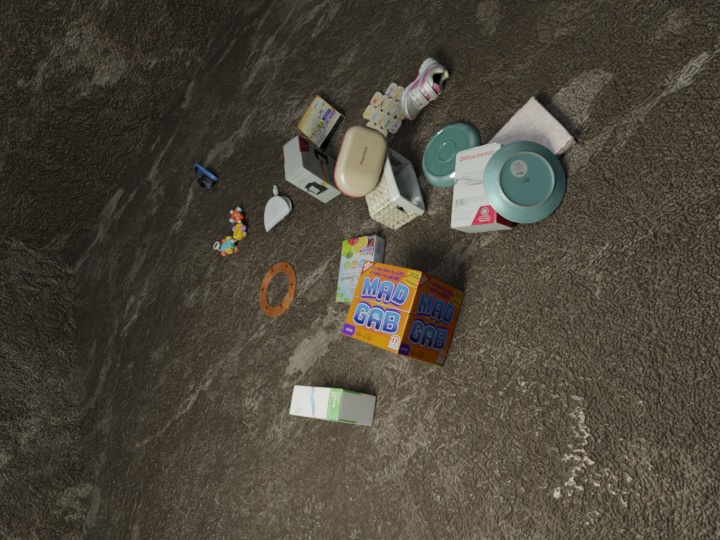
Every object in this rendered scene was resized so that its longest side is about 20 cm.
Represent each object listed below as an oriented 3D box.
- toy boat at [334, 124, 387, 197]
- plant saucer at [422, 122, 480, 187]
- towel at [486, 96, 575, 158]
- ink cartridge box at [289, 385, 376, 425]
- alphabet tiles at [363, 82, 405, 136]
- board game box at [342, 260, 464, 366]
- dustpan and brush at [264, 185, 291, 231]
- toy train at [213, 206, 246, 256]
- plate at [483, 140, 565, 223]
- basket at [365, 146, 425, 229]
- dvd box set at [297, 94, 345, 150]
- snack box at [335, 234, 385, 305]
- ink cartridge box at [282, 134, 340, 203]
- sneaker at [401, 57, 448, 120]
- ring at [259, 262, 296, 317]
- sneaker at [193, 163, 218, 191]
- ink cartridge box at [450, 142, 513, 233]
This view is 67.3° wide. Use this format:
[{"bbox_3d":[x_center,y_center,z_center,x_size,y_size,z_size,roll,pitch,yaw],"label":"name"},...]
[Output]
[{"bbox_3d":[-0.005,-0.311,1.569,0.131,0.129,0.203,178,109,-81],"label":"toy boat"},{"bbox_3d":[0.254,-0.339,1.562,0.199,0.027,0.203,-19,61,38],"label":"plant saucer"},{"bbox_3d":[0.421,-0.317,1.388,0.200,0.032,0.192,-45,49,23],"label":"towel"},{"bbox_3d":[-0.078,0.376,1.514,0.198,0.144,0.085,-7,68,42],"label":"ink cartridge box"},{"bbox_3d":[0.086,-0.527,1.806,0.200,0.015,0.197,43,105,44],"label":"alphabet tiles"},{"bbox_3d":[0.111,0.110,1.398,0.198,0.199,0.202,12,83,45],"label":"board game box"},{"bbox_3d":[-0.321,-0.255,2.070,0.139,0.057,0.202,-36,59,27],"label":"dustpan and brush"},{"bbox_3d":[-0.516,-0.151,2.211,0.150,0.055,0.201,36,97,46],"label":"toy train"},{"bbox_3d":[0.393,-0.214,1.290,0.197,0.026,0.203,0,85,2],"label":"plate"},{"bbox_3d":[0.091,-0.240,1.603,0.123,0.135,0.202,-35,52,32],"label":"basket"},{"bbox_3d":[-0.150,-0.556,2.031,0.147,0.029,0.200,-55,46,14],"label":"dvd box set"},{"bbox_3d":[0.000,0.000,1.653,0.141,0.053,0.203,-8,69,43],"label":"snack box"},{"bbox_3d":[-0.163,-0.342,1.840,0.082,0.199,0.147,-28,57,29],"label":"ink cartridge box"},{"bbox_3d":[0.198,-0.553,1.660,0.088,0.081,0.202,37,101,46],"label":"sneaker"},{"bbox_3d":[-0.302,0.066,1.942,0.199,0.019,0.203,-19,61,38],"label":"ring"},{"bbox_3d":[-0.735,-0.433,2.517,0.199,0.070,0.078,34,91,44],"label":"sneaker"},{"bbox_3d":[0.315,-0.207,1.382,0.144,0.083,0.203,-2,80,51],"label":"ink cartridge box"}]
